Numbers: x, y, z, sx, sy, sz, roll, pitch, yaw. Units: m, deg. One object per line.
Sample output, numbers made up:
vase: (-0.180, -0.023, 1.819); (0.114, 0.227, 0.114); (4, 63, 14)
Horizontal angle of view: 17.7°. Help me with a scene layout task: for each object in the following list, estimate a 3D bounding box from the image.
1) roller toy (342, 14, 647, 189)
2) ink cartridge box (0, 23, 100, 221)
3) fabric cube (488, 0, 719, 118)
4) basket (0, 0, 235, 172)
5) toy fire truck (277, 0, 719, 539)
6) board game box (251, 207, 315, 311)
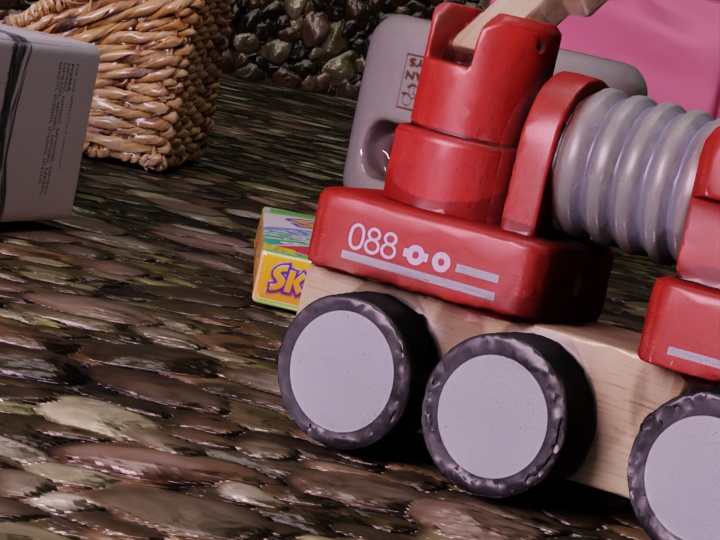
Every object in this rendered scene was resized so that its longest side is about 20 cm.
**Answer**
roller toy: (0.087, -0.092, 1.475); (0.181, 0.141, 0.200); (11, 7, -8)
ink cartridge box: (-0.218, -0.074, 0.982); (0.143, 0.085, 0.200); (13, 7, 17)
fabric cube: (0.206, -0.133, 1.833); (0.198, 0.198, 0.200); (16, 6, 17)
basket: (-0.164, -0.154, 1.506); (0.141, 0.150, 0.200); (13, 7, 3)
toy fire truck: (0.087, -0.034, 0.684); (0.175, 0.202, 0.128); (15, 7, 28)
board game box: (0.000, 0.000, 1.031); (0.095, 0.030, 0.200); (12, 4, -4)
